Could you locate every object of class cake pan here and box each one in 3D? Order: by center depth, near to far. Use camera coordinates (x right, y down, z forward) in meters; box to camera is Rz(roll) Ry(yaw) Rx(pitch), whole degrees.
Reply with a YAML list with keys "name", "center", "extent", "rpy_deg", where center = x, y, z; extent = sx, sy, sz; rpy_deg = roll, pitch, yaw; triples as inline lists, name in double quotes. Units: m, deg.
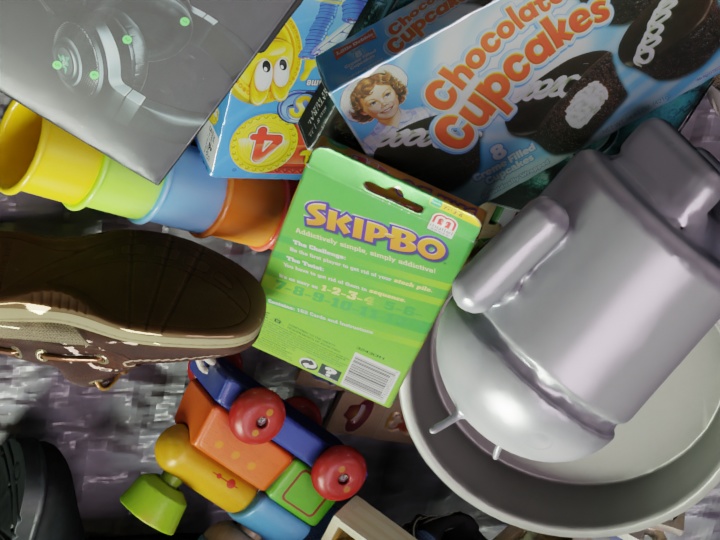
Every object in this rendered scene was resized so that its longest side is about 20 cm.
- name: "cake pan"
  center: [0.122, 0.062, 1.492]
  extent: [0.199, 0.037, 0.201]
  rpy_deg: [5, 122, 8]

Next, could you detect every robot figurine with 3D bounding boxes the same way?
- name: "robot figurine"
  center: [0.118, 0.018, 1.371]
  extent: [0.200, 0.113, 0.169]
  rpy_deg: [-49, 133, 10]

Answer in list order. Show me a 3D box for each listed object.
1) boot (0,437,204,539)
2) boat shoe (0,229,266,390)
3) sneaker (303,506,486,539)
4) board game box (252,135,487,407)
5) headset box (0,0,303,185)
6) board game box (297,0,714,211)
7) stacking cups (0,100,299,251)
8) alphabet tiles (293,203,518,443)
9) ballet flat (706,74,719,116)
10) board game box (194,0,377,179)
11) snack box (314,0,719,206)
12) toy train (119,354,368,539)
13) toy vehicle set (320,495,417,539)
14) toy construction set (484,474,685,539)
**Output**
- name: "boot"
  center: [-0.151, 0.176, 1.595]
  extent: [0.161, 0.074, 0.199]
  rpy_deg: [3, 134, -19]
- name: "boat shoe"
  center: [-0.146, 0.026, 1.444]
  extent: [0.199, 0.072, 0.072]
  rpy_deg: [3, 139, 9]
- name: "sneaker"
  center: [0.034, 0.176, 1.607]
  extent: [0.078, 0.199, 0.090]
  rpy_deg: [-34, 140, -53]
- name: "board game box"
  center: [0.000, 0.000, 1.400]
  extent: [0.095, 0.030, 0.200]
  rpy_deg: [24, 149, 0]
- name: "headset box"
  center: [-0.119, -0.164, 1.264]
  extent: [0.199, 0.093, 0.174]
  rpy_deg: [30, 118, -16]
- name: "board game box"
  center: [0.083, -0.097, 1.402]
  extent: [0.199, 0.028, 0.136]
  rpy_deg: [15, 122, -29]
- name: "stacking cups"
  center: [-0.102, -0.043, 1.440]
  extent: [0.199, 0.061, 0.061]
  rpy_deg: [19, 121, -33]
- name: "alphabet tiles"
  center: [0.058, 0.028, 1.590]
  extent: [0.166, 0.008, 0.201]
  rpy_deg: [9, 125, -26]
- name: "ballet flat"
  center: [0.247, -0.108, 1.510]
  extent: [0.199, 0.068, 0.075]
  rpy_deg: [13, 139, -31]
- name: "board game box"
  center: [0.024, -0.142, 1.402]
  extent: [0.199, 0.056, 0.197]
  rpy_deg: [0, 128, -20]
- name: "snack box"
  center: [0.089, -0.110, 1.349]
  extent: [0.199, 0.037, 0.116]
  rpy_deg: [-29, 131, 6]
- name: "toy train"
  center: [-0.099, 0.101, 1.524]
  extent: [0.200, 0.085, 0.116]
  rpy_deg: [37, 93, -34]
- name: "toy vehicle set"
  center: [0.048, 0.237, 1.561]
  extent: [0.026, 0.200, 0.125]
  rpy_deg: [-39, 160, -49]
- name: "toy construction set"
  center: [0.133, 0.153, 1.635]
  extent: [0.131, 0.092, 0.200]
  rpy_deg: [-35, 175, -39]
